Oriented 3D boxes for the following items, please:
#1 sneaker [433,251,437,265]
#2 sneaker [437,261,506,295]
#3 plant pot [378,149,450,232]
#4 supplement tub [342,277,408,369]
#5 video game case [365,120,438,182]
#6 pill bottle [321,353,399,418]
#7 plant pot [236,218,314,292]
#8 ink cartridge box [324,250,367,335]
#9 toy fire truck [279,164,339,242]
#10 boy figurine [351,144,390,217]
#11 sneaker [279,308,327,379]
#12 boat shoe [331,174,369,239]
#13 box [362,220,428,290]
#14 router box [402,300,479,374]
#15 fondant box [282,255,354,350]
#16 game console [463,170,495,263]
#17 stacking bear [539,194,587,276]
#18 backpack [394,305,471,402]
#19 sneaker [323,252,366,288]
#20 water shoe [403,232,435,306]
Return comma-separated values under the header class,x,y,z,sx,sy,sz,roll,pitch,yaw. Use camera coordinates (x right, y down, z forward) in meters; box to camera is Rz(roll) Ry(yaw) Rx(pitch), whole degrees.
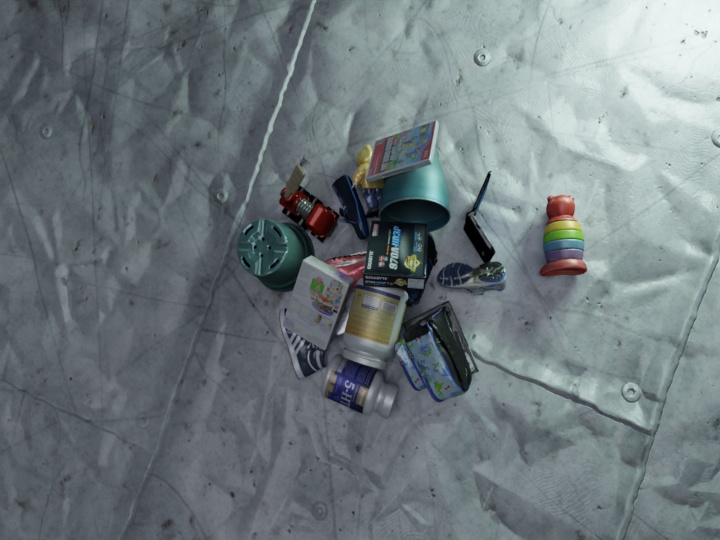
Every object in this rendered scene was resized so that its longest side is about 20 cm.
class,x,y,z,sx,sy,sz,roll,pitch,yaw
sneaker,0.133,-0.078,1.486,0.199,0.073,0.113,42,87,-3
sneaker,0.303,0.034,1.442,0.194,0.086,0.079,0,52,32
plant pot,0.149,-0.232,1.446,0.192,0.201,0.195,0,70,9
supplement tub,0.035,0.136,1.358,0.139,0.144,0.207,15,85,11
video game case,0.109,-0.314,1.400,0.194,0.017,0.147,-10,51,33
pill bottle,0.002,0.320,1.440,0.194,0.120,0.124,20,87,11
plant pot,-0.245,-0.050,1.484,0.192,0.196,0.209,-1,84,9
ink cartridge box,-0.016,0.064,1.489,0.139,0.084,0.208,-14,83,7
toy fire truck,-0.150,-0.190,1.480,0.174,0.200,0.131,36,90,11
boy figurine,0.025,-0.258,1.520,0.120,0.064,0.207,-9,79,-27
sneaker,-0.157,0.194,1.505,0.105,0.070,0.207,-19,86,10
boat shoe,-0.029,-0.174,1.531,0.067,0.084,0.206,-24,64,14
box,0.092,-0.042,1.339,0.152,0.047,0.204,4,45,7
router box,0.218,0.207,1.449,0.145,0.051,0.206,-24,80,8
fondant box,-0.114,0.087,1.413,0.141,0.058,0.206,26,112,12
game console,0.335,-0.132,1.391,0.114,0.200,0.179,-32,80,5
stacking bear,0.535,-0.098,1.405,0.116,0.114,0.208,-2,79,9
backpack,0.188,0.223,1.338,0.145,0.182,0.205,-30,85,25
sneaker,0.000,0.000,1.426,0.192,0.074,0.090,-7,94,12
water shoe,0.163,-0.002,1.413,0.069,0.079,0.208,13,90,-6
